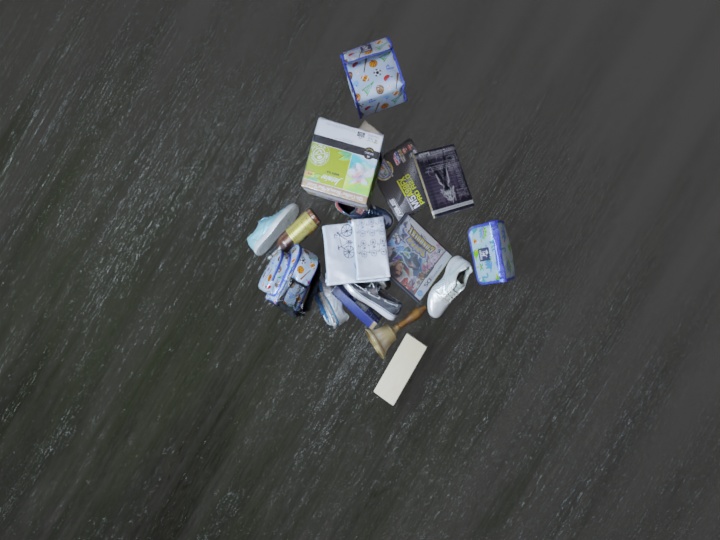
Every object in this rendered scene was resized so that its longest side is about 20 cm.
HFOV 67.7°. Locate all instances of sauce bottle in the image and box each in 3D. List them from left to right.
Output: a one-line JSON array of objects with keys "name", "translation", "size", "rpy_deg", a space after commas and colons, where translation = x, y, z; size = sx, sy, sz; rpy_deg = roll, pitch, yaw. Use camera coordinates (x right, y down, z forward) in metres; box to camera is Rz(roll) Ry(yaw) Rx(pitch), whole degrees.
[{"name": "sauce bottle", "translation": [-0.210, -0.105, 1.668], "size": [0.199, 0.066, 0.066], "rpy_deg": [-42, 87, 5]}]

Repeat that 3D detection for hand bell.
[{"name": "hand bell", "translation": [0.120, 0.168, 1.640], "size": [0.197, 0.104, 0.106], "rpy_deg": [-35, 87, -9]}]

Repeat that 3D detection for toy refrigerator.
[{"name": "toy refrigerator", "translation": [0.123, 0.299, 1.636], "size": [0.075, 0.070, 0.204], "rpy_deg": [30, 90, 10]}]

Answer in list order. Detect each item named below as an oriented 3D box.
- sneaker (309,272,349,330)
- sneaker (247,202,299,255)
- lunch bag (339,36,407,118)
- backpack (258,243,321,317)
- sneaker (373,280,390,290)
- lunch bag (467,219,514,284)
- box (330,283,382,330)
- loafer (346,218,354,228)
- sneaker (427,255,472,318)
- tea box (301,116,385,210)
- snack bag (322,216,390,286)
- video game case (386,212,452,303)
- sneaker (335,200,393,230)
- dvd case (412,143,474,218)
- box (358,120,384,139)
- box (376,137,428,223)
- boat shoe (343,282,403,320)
[{"name": "sneaker", "translation": [-0.096, 0.079, 1.662], "size": [0.085, 0.075, 0.205], "rpy_deg": [-18, 80, -29]}, {"name": "sneaker", "translation": [-0.278, -0.147, 1.669], "size": [0.082, 0.074, 0.200], "rpy_deg": [41, 82, 21]}, {"name": "lunch bag", "translation": [0.037, -0.600, 1.632], "size": [0.164, 0.124, 0.206], "rpy_deg": [-16, 74, 3]}, {"name": "backpack", "translation": [-0.208, 0.018, 1.597], "size": [0.153, 0.199, 0.194], "rpy_deg": [37, 80, -25]}, {"name": "sneaker", "translation": [0.000, 0.000, 1.658], "size": [0.115, 0.076, 0.202], "rpy_deg": [-40, 90, 19]}, {"name": "lunch bag", "translation": [0.384, -0.051, 1.556], "size": [0.123, 0.200, 0.176], "rpy_deg": [-11, 89, 3]}, {"name": "box", "translation": [-0.021, 0.090, 1.621], "size": [0.199, 0.121, 0.033], "rpy_deg": [44, 102, 3]}, {"name": "loafer", "translation": [0.048, -0.097, 1.643], "size": [0.199, 0.072, 0.063], "rpy_deg": [41, 91, -7]}, {"name": "sneaker", "translation": [0.267, 0.054, 1.614], "size": [0.069, 0.080, 0.205], "rpy_deg": [27, 93, -25]}, {"name": "tea box", "translation": [-0.045, -0.298, 1.530], "size": [0.193, 0.134, 0.204], "rpy_deg": [15, 90, 4]}, {"name": "snack bag", "translation": [-0.016, -0.058, 1.576], "size": [0.192, 0.021, 0.196], "rpy_deg": [-5, 78, -2]}, {"name": "video game case", "translation": [0.156, -0.038, 1.624], "size": [0.199, 0.025, 0.182], "rpy_deg": [40, 83, -11]}, {"name": "sneaker", "translation": [0.010, -0.178, 1.641], "size": [0.194, 0.085, 0.077], "rpy_deg": [20, 90, 4]}, {"name": "dvd case", "translation": [0.253, -0.272, 1.628], "size": [0.144, 0.016, 0.206], "rpy_deg": [-16, 83, -20]}, {"name": "box", "translation": [-0.013, -0.343, 1.642], "size": [0.077, 0.095, 0.202], "rpy_deg": [36, 90, 4]}, {"name": "box", "translation": [0.136, -0.275, 1.654], "size": [0.157, 0.044, 0.204], "rpy_deg": [-29, 87, 2]}, {"name": "boat shoe", "translation": [0.038, 0.067, 1.606], "size": [0.197, 0.072, 0.069], "rpy_deg": [35, 113, 3]}]
